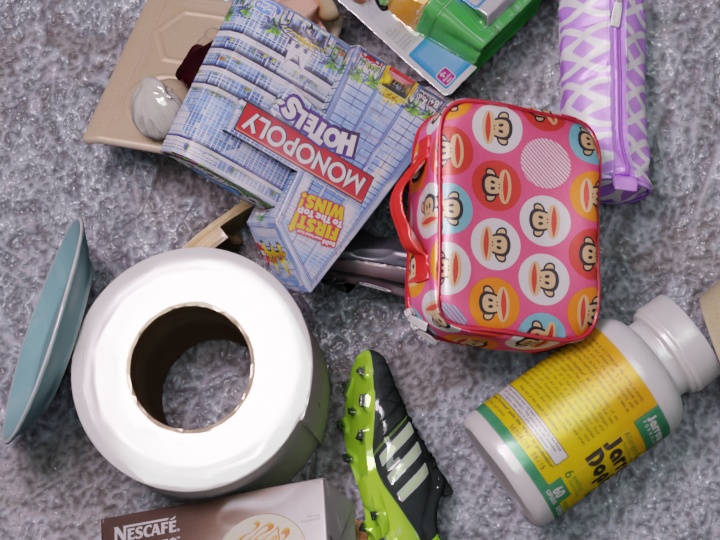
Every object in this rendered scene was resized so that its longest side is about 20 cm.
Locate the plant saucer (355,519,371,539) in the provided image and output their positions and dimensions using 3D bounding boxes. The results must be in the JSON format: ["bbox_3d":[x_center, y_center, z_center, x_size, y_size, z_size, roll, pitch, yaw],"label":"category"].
[{"bbox_3d":[-0.026,0.307,1.474,0.199,0.032,0.201,-1,77,4],"label":"plant saucer"}]

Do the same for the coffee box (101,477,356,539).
[{"bbox_3d":[-0.106,0.250,1.440,0.199,0.080,0.115,-11,63,16],"label":"coffee box"}]

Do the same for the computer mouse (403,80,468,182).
[{"bbox_3d":[0.090,-0.073,1.549,0.138,0.053,0.201,-31,83,6],"label":"computer mouse"}]

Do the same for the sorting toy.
[{"bbox_3d":[-0.128,-0.166,1.566,0.199,0.037,0.186,7,54,15],"label":"sorting toy"}]

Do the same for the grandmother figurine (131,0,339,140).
[{"bbox_3d":[-0.113,-0.181,1.516,0.200,0.121,0.061,-37,109,-14],"label":"grandmother figurine"}]

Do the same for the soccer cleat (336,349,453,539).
[{"bbox_3d":[0.032,0.164,1.493,0.081,0.068,0.201,3,63,-27],"label":"soccer cleat"}]

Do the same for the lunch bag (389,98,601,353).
[{"bbox_3d":[0.106,-0.037,1.436,0.175,0.082,0.201,8,77,-20],"label":"lunch bag"}]

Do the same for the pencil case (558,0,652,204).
[{"bbox_3d":[0.216,-0.157,1.538,0.084,0.085,0.201,4,78,-22],"label":"pencil case"}]

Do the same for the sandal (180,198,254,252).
[{"bbox_3d":[-0.091,-0.083,1.553,0.211,0.078,0.070,-38,79,1],"label":"sandal"}]

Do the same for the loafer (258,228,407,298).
[{"bbox_3d":[0.000,0.000,1.520,0.199,0.072,0.063,8,110,22],"label":"loafer"}]

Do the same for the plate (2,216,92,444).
[{"bbox_3d":[-0.259,0.053,1.483,0.025,0.200,0.201,20,78,-15],"label":"plate"}]

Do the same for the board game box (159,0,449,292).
[{"bbox_3d":[-0.052,-0.095,1.449,0.200,0.062,0.201,29,80,-26],"label":"board game box"}]

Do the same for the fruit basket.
[{"bbox_3d":[0.063,-0.277,1.553,0.200,0.094,0.185,45,66,2],"label":"fruit basket"}]

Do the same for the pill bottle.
[{"bbox_3d":[0.195,0.111,1.461,0.200,0.113,0.113,-36,76,-5],"label":"pill bottle"}]

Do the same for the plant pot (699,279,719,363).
[{"bbox_3d":[0.388,0.029,1.443,0.199,0.187,0.188,-21,75,14],"label":"plant pot"}]

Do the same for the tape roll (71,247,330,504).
[{"bbox_3d":[-0.131,0.094,1.481,0.202,0.139,0.204,-1,76,5],"label":"tape roll"}]
